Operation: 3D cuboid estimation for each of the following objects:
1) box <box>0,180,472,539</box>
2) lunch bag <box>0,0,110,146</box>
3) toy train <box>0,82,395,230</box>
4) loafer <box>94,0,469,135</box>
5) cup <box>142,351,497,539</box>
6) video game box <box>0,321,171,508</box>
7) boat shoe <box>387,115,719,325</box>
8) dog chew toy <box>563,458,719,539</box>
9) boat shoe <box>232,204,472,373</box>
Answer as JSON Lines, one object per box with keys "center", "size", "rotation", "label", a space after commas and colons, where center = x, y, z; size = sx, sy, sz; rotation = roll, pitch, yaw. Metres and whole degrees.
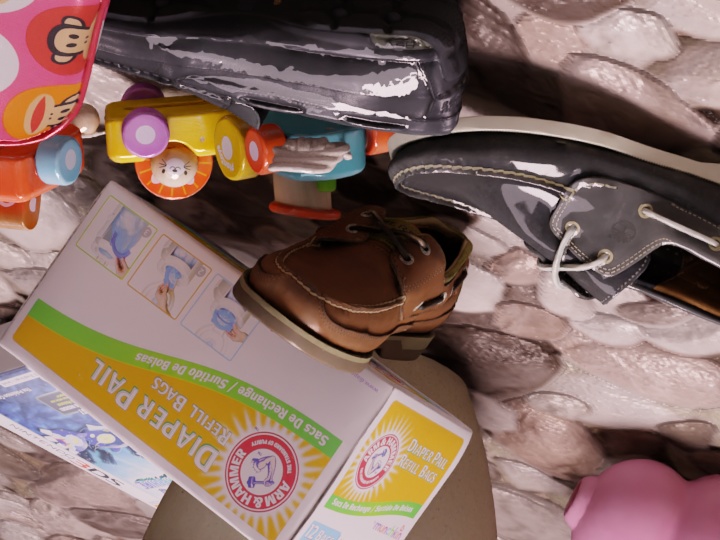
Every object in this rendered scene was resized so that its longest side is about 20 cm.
{"center": [-0.061, 0.059, 1.363], "size": [0.200, 0.101, 0.112], "rotation": [35, -179, 26], "label": "box"}
{"center": [-0.181, -0.142, 1.071], "size": [0.176, 0.082, 0.200], "rotation": [7, 137, -18], "label": "lunch bag"}
{"center": [-0.085, -0.043, 1.244], "size": [0.200, 0.150, 0.056], "rotation": [4, 108, 21], "label": "toy train"}
{"center": [-0.051, -0.093, 1.183], "size": [0.200, 0.068, 0.070], "rotation": [8, 128, 14], "label": "loafer"}
{"center": [-0.007, 0.118, 1.500], "size": [0.200, 0.143, 0.200], "rotation": [15, 164, 4], "label": "cup"}
{"center": [-0.126, 0.082, 1.639], "size": [0.182, 0.047, 0.200], "rotation": [29, 153, -28], "label": "video game box"}
{"center": [0.106, -0.021, 1.220], "size": [0.200, 0.068, 0.072], "rotation": [15, 160, -10], "label": "boat shoe"}
{"center": [0.207, 0.172, 1.522], "size": [0.200, 0.125, 0.125], "rotation": [26, 155, 0], "label": "dog chew toy"}
{"center": [0.000, 0.000, 1.279], "size": [0.072, 0.068, 0.200], "rotation": [39, -169, 10], "label": "boat shoe"}
